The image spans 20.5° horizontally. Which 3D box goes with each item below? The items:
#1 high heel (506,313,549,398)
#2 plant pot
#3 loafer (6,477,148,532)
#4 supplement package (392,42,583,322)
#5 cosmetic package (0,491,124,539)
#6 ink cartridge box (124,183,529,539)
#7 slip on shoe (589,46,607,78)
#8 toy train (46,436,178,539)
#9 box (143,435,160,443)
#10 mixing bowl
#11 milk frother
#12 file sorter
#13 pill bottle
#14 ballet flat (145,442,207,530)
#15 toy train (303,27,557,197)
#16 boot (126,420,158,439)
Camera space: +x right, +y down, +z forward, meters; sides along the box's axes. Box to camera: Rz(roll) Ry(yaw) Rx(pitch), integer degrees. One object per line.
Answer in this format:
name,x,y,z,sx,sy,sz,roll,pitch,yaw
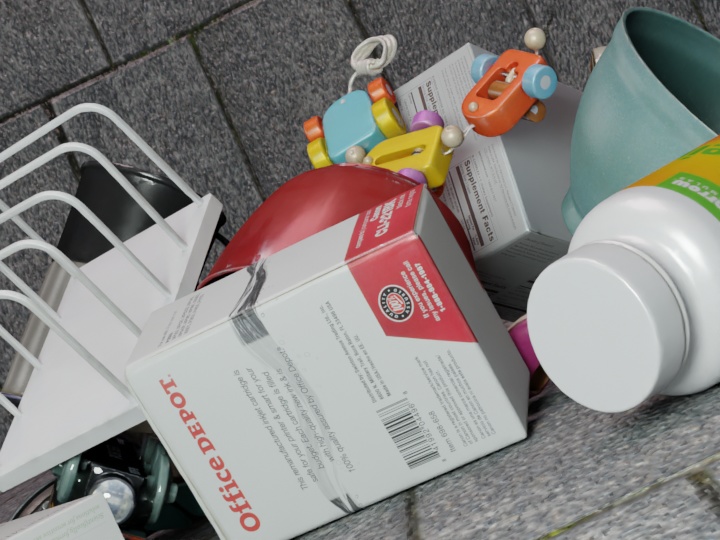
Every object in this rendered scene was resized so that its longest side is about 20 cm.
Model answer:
high heel,0.148,0.051,1.232,0.200,0.096,0.067,-48,-16,24
plant pot,0.216,-0.058,1.313,0.135,0.200,0.200,-55,-12,26
loafer,-0.194,0.183,1.554,0.063,0.072,0.199,-15,7,43
supplement package,0.116,-0.057,1.492,0.110,0.157,0.199,-30,-26,30
cosmetic package,-0.215,0.200,1.163,0.107,0.085,0.200,-26,0,-37
ink cartridge box,-0.018,0.062,1.184,0.199,0.145,0.084,-25,19,16
slip on shoe,0.215,-0.076,1.452,0.060,0.201,0.076,-12,-28,-4
toy train,-0.175,0.163,1.322,0.084,0.115,0.200,15,1,-11
box,-0.097,0.120,1.684,0.199,0.038,0.136,-25,-21,14
mixing bowl,0.000,0.000,1.317,0.200,0.199,0.109,-22,45,56
milk frother,-0.134,0.043,1.471,0.199,0.190,0.180,10,-15,34
file sorter,-0.197,0.009,1.280,0.138,0.125,0.201,-26,31,31
pill bottle,0.178,-0.001,1.052,0.199,0.112,0.111,-28,3,-43
ballet flat,-0.125,0.151,1.463,0.199,0.067,0.063,-12,40,49
toy train,0.051,-0.104,1.394,0.199,0.056,0.151,14,61,51
boot,-0.088,0.095,1.317,0.145,0.071,0.199,8,0,-34
